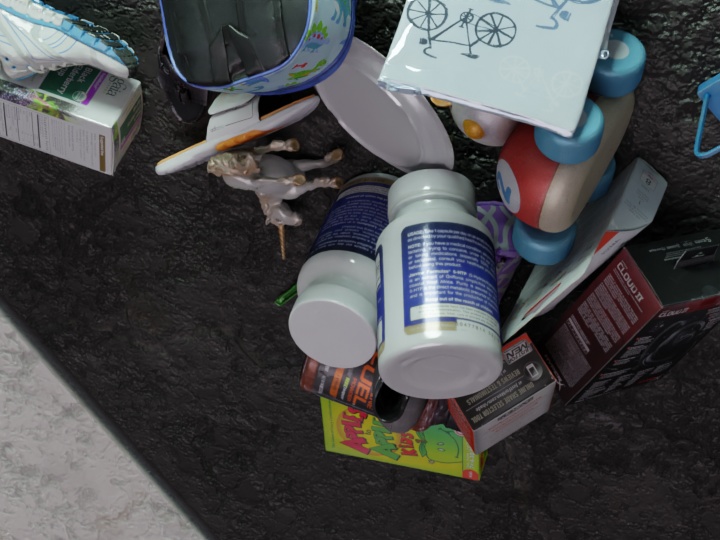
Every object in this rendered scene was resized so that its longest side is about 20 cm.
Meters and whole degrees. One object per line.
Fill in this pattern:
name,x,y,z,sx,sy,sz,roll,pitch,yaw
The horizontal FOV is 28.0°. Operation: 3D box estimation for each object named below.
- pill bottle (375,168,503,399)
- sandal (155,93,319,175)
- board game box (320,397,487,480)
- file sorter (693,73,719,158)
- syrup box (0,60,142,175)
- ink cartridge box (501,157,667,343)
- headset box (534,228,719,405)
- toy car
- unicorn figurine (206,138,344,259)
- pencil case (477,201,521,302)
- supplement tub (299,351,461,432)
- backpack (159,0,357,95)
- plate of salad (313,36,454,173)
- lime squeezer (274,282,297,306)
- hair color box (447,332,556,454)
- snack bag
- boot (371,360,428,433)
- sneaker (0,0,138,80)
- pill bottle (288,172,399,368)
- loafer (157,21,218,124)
pill bottle,0.073,0.010,1.394,0.118,0.202,0.120,-1,150,0
sandal,-0.141,-0.157,1.511,0.205,0.079,0.060,-20,94,26
board game box,0.054,0.187,1.759,0.198,0.048,0.102,9,133,15
file sorter,0.414,-0.098,1.307,0.200,0.123,0.138,44,131,-18
syrup box,-0.342,-0.184,1.564,0.198,0.079,0.082,19,142,6
ink cartridge box,0.215,-0.002,1.418,0.057,0.201,0.163,36,134,-8
headset box,0.290,0.042,1.457,0.078,0.148,0.201,60,140,24
toy car,0.142,-0.142,1.361,0.198,0.177,0.185,26,148,16
unicorn figurine,-0.086,-0.094,1.536,0.136,0.075,0.199,-10,151,36
pencil case,0.124,0.016,1.552,0.083,0.086,0.201,-2,140,-19
supplement tub,0.037,0.119,1.665,0.198,0.107,0.108,19,134,5
backpack,-0.087,-0.262,1.313,0.181,0.146,0.203,-9,84,30
plate of salad,0.020,-0.170,1.426,0.199,0.048,0.201,37,161,15
lime squeezer,-0.056,0.015,1.619,0.038,0.070,0.200,53,171,-13
hair color box,0.146,0.133,1.518,0.062,0.101,0.200,58,176,14
snack bag,0.129,-0.218,1.272,0.186,0.202,0.021,16,158,7
boot,0.038,0.120,1.525,0.069,0.132,0.202,15,125,8
sneaker,-0.326,-0.232,1.508,0.198,0.075,0.087,25,100,9
pill bottle,0.000,0.000,1.508,0.114,0.201,0.117,11,133,12
loafer,-0.181,-0.227,1.477,0.071,0.063,0.201,17,134,7
